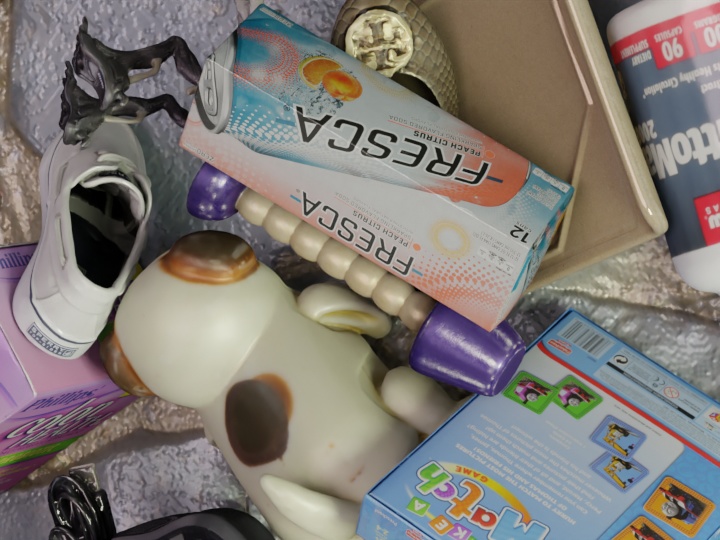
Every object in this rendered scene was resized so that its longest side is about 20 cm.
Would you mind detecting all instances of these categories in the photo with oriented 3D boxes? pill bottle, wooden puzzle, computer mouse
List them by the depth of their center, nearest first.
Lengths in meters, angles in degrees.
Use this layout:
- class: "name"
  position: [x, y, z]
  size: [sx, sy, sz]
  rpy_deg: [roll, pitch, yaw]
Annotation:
- class: "pill bottle"
  position: [0.210, -0.052, 1.333]
  size: [0.119, 0.119, 0.201]
  rpy_deg: [-18, 87, 26]
- class: "wooden puzzle"
  position: [0.089, -0.087, 1.390]
  size: [0.200, 0.037, 0.186]
  rpy_deg: [-27, 81, 61]
- class: "computer mouse"
  position: [-0.097, 0.173, 1.445]
  size: [0.200, 0.053, 0.139]
  rpy_deg: [-9, 94, 51]

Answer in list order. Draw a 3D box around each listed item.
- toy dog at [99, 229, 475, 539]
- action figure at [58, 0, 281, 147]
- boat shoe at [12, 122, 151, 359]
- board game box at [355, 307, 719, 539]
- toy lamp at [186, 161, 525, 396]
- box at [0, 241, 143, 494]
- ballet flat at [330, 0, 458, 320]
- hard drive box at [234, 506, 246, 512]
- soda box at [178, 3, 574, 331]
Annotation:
- class: "toy dog"
  position: [-0.053, 0.071, 1.441]
  size: [0.200, 0.194, 0.140]
  rpy_deg: [43, 123, 10]
- class: "action figure"
  position: [-0.067, -0.107, 1.460]
  size: [0.119, 0.199, 0.103]
  rpy_deg: [113, 159, -54]
- class: "boat shoe"
  position: [-0.148, -0.033, 1.484]
  size: [0.073, 0.201, 0.065]
  rpy_deg: [29, 126, -23]
- class: "board game box"
  position: [0.115, 0.116, 1.355]
  size: [0.151, 0.200, 0.037]
  rpy_deg: [33, 135, 20]
- class: "toy lamp"
  position: [0.000, 0.000, 1.386]
  size: [0.200, 0.058, 0.058]
  rpy_deg: [36, 109, 15]
- class: "box"
  position: [-0.236, 0.073, 1.533]
  size: [0.200, 0.176, 0.097]
  rpy_deg: [-35, 79, 24]
- class: "ballet flat"
  position: [0.024, -0.057, 1.406]
  size: [0.067, 0.046, 0.201]
  rpy_deg: [-5, 112, 8]
- class: "hard drive box"
  position: [-0.136, 0.254, 1.556]
  size: [0.199, 0.077, 0.157]
  rpy_deg: [-27, 82, 26]
- class: "soda box"
  position: [0.008, -0.055, 1.347]
  size: [0.199, 0.064, 0.069]
  rpy_deg: [30, 134, 8]
